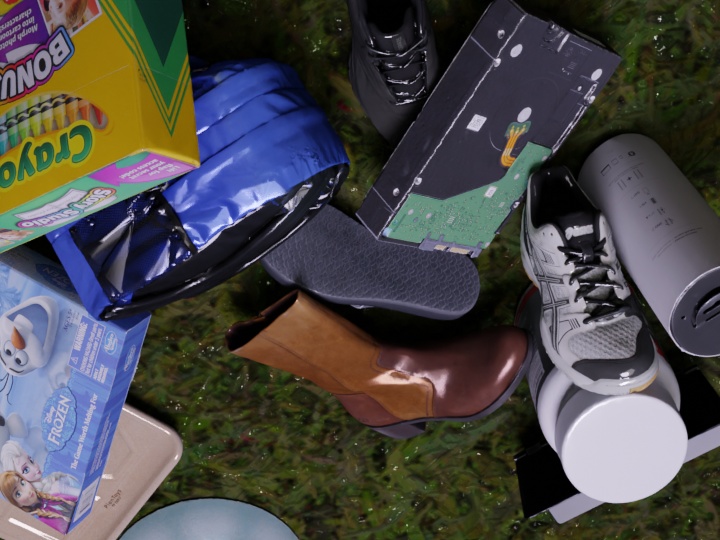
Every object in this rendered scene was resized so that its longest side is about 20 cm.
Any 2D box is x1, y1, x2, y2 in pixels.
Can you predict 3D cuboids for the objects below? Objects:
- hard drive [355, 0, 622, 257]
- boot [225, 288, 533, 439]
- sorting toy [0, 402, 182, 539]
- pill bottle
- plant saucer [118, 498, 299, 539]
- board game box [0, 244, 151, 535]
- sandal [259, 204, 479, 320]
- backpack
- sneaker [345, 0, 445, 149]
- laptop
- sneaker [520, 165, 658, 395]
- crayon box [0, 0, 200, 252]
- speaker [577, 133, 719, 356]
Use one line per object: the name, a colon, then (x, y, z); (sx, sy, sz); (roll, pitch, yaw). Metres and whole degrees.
hard drive: (0.098, -0.103, 0.918); (0.139, 0.038, 0.201); (7, 123, -47)
boot: (0.018, 0.057, 0.986); (0.199, 0.069, 0.187); (33, 142, -33)
sorting toy: (-0.283, 0.163, 1.061); (0.199, 0.037, 0.186); (33, 111, -18)
pill bottle: (0.192, 0.086, 0.973); (0.112, 0.201, 0.115); (-1, 117, -2)
plant saucer: (-0.146, 0.309, 1.156); (0.198, 0.039, 0.203); (-4, 120, -6)
board game box: (-0.282, 0.079, 0.955); (0.197, 0.043, 0.202); (27, 115, 11)
sandal: (0.000, 0.001, 0.984); (0.198, 0.077, 0.043); (19, 157, -15)
backpack: (-0.119, -0.075, 0.865); (0.198, 0.163, 0.169); (-28, 95, 15)
sneaker: (0.023, -0.163, 0.879); (0.075, 0.091, 0.202); (-19, 121, 2)
laptop: (0.242, 0.180, 1.064); (0.186, 0.117, 0.201); (-27, 133, 9)
sneaker: (0.162, 0.003, 0.904); (0.075, 0.201, 0.088); (-16, 135, -5)
crayon box: (-0.203, -0.122, 0.791); (0.198, 0.175, 0.058); (-19, 160, 32)
speaker: (0.234, -0.024, 0.917); (0.080, 0.201, 0.082); (-6, 124, -9)
